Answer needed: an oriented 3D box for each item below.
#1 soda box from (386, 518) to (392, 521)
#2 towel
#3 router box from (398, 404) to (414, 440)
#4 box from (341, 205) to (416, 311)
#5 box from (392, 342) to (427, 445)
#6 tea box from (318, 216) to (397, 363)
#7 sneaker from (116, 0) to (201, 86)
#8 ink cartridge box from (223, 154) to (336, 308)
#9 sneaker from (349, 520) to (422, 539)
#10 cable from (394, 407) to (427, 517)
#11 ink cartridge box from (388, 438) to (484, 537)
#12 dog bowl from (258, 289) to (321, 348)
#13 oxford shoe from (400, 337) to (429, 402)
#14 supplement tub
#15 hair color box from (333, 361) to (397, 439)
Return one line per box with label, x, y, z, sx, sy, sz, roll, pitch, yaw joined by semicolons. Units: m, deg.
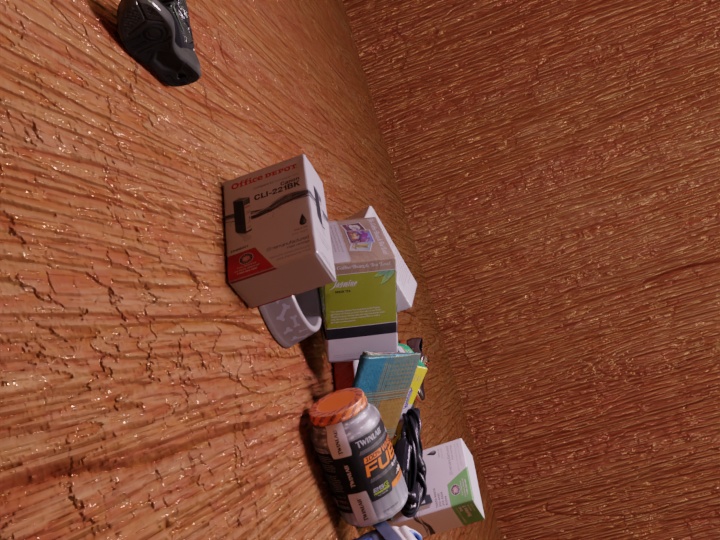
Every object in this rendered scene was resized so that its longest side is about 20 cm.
soda box;0.034;0.405;1.525;0.200;0.070;0.064;-28;102;-79
towel;0.027;0.235;1.447;0.146;0.022;0.202;6;106;-45
router box;0.080;0.302;1.808;0.201;0.062;0.151;86;-3;-51
box;0.000;0.000;1.669;0.201;0.151;0.107;59;22;-17
box;0.059;0.257;1.647;0.201;0.048;0.117;-70;-157;12
tea box;-0.014;0.030;1.498;0.200;0.132;0.198;-112;-162;-65
sneaker;-0.280;-0.341;1.111;0.199;0.076;0.115;44;28;-74
ink cartridge box;-0.126;-0.063;1.253;0.084;0.143;0.201;59;17;-51
sneaker;0.038;0.458;1.257;0.200;0.145;0.081;-55;126;-77
cable;0.102;0.356;1.543;0.164;0.050;0.201;67;23;-48
ink cartridge box;0.132;0.441;1.631;0.147;0.199;0.085;-97;162;-47
dog bowl;-0.122;0.025;1.371;0.200;0.058;0.202;-18;90;-79
oxford shoe;0.168;0.285;2.389;0.071;0.072;0.201;55;21;-60
supplement tub;-0.007;0.303;1.344;0.123;0.122;0.201;-71;142;-72
hair color box;0.006;0.234;1.584;0.101;0.061;0.201;30;35;-31
